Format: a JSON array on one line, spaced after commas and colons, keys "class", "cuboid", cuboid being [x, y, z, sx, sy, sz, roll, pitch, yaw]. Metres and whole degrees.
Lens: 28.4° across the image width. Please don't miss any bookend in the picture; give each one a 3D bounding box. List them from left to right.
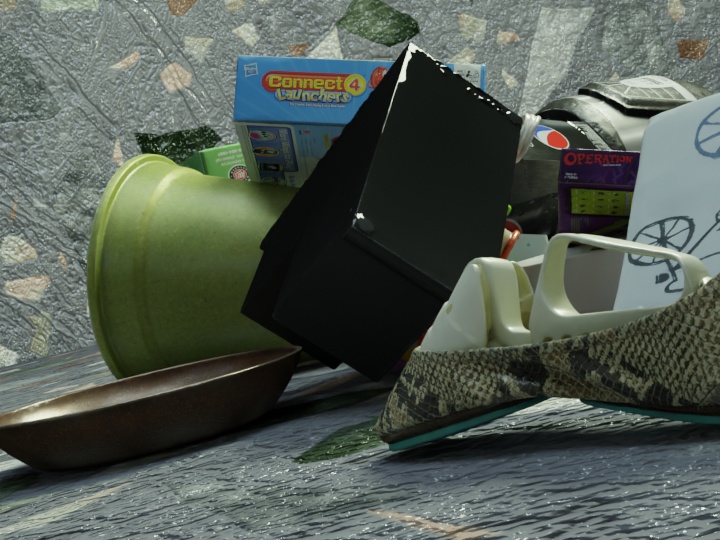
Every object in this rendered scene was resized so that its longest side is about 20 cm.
[{"class": "bookend", "cuboid": [0.000, 0.000, 0.876, 0.199, 0.092, 0.201, -50, 14, 36]}]

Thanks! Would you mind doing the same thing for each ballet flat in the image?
[{"class": "ballet flat", "cuboid": [0.078, 0.024, 0.545, 0.067, 0.076, 0.199, -15, 2, -44]}]

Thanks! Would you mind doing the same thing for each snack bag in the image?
[{"class": "snack bag", "cuboid": [0.211, -0.037, 0.674, 0.187, 0.021, 0.201, -17, 35, 34]}]

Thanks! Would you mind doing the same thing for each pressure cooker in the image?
[{"class": "pressure cooker", "cuboid": [0.265, -0.090, 1.343, 0.198, 0.178, 0.179, -12, -15, -27]}]

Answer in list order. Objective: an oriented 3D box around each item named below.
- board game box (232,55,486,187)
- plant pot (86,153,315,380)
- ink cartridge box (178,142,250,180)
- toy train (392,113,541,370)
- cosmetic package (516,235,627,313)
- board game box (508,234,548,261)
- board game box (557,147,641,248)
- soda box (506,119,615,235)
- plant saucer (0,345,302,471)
[{"class": "board game box", "cuboid": [0.002, -0.109, 1.174, 0.193, 0.057, 0.200, 2, -16, 1]}, {"class": "plant pot", "cuboid": [-0.094, 0.004, 1.167, 0.182, 0.203, 0.200, 0, 6, 21]}, {"class": "ink cartridge box", "cuboid": [-0.077, -0.024, 1.365, 0.143, 0.203, 0.084, -13, -2, -24]}, {"class": "toy train", "cuboid": [0.079, 0.001, 0.915, 0.150, 0.055, 0.201, -43, 18, 51]}, {"class": "cosmetic package", "cuboid": [0.178, 0.003, 0.951, 0.082, 0.051, 0.199, -12, -1, -40]}, {"class": "board game box", "cuboid": [0.088, -0.010, 1.299, 0.146, 0.065, 0.200, -10, -8, -2]}, {"class": "board game box", "cuboid": [0.198, -0.036, 0.987, 0.118, 0.033, 0.200, 8, -15, 10]}, {"class": "soda box", "cuboid": [0.101, -0.072, 1.057, 0.198, 0.071, 0.063, 1, 36, -34]}, {"class": "plant saucer", "cuboid": [-0.128, 0.085, 0.858, 0.198, 0.037, 0.200, -14, 1, 0]}]
